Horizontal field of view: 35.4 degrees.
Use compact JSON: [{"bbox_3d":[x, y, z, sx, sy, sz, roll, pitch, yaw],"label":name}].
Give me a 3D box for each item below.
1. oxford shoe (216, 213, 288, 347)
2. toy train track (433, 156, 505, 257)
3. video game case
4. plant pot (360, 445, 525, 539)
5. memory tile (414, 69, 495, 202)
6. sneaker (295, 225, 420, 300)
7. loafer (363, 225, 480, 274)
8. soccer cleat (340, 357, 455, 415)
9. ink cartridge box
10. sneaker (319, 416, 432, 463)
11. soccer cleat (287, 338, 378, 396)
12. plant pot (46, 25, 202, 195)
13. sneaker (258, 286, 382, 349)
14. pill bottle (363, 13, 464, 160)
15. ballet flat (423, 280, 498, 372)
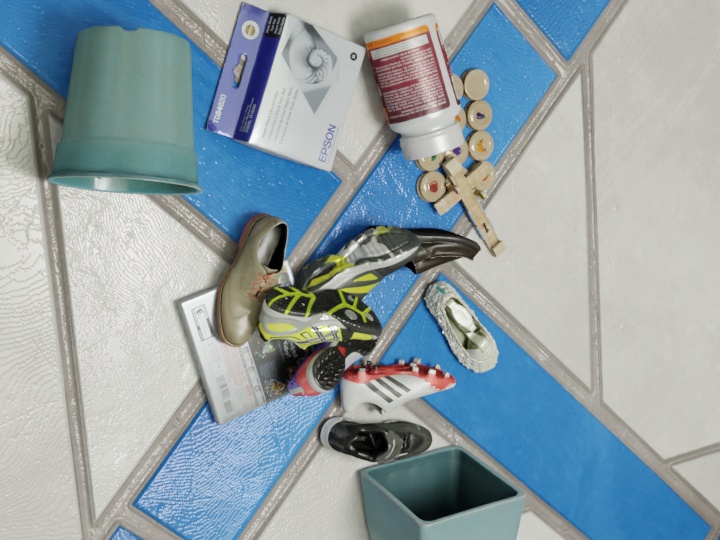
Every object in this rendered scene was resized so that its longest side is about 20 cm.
[{"bbox_3d":[-0.154,0.015,1.623,0.070,0.075,0.200,15,88,-29],"label":"oxford shoe"},{"bbox_3d":[0.191,-0.099,1.836,0.115,0.033,0.200,-42,123,-14],"label":"toy train track"},{"bbox_3d":[-0.162,0.105,1.687,0.182,0.023,0.200,-23,107,-24],"label":"video game case"},{"bbox_3d":[0.128,0.427,1.810,0.196,0.196,0.200,-10,111,-28],"label":"plant pot"},{"bbox_3d":[0.151,-0.217,1.818,0.153,0.017,0.200,-13,103,-28],"label":"memory tile"},{"bbox_3d":[0.000,0.000,1.717,0.200,0.075,0.085,-22,139,1],"label":"sneaker"},{"bbox_3d":[0.095,-0.030,1.790,0.200,0.073,0.072,4,100,-20],"label":"loafer"},{"bbox_3d":[0.058,0.189,1.804,0.200,0.069,0.085,3,105,-27],"label":"soccer cleat"},{"bbox_3d":[-0.105,-0.267,1.651,0.200,0.041,0.200,16,90,-30],"label":"ink cartridge box"},{"bbox_3d":[0.039,0.274,1.787,0.200,0.090,0.067,9,94,-30],"label":"sneaker"},{"bbox_3d":[-0.040,0.127,1.722,0.068,0.073,0.200,58,39,-10],"label":"soccer cleat"},{"bbox_3d":[-0.300,-0.206,1.473,0.200,0.200,0.197,5,88,-30],"label":"plant pot"},{"bbox_3d":[-0.061,0.075,1.654,0.200,0.075,0.076,12,125,-29],"label":"sneaker"},{"bbox_3d":[0.085,-0.276,1.707,0.114,0.114,0.200,-22,103,-25],"label":"pill bottle"},{"bbox_3d":[0.174,0.102,1.852,0.072,0.072,0.200,-47,117,-15],"label":"ballet flat"}]
